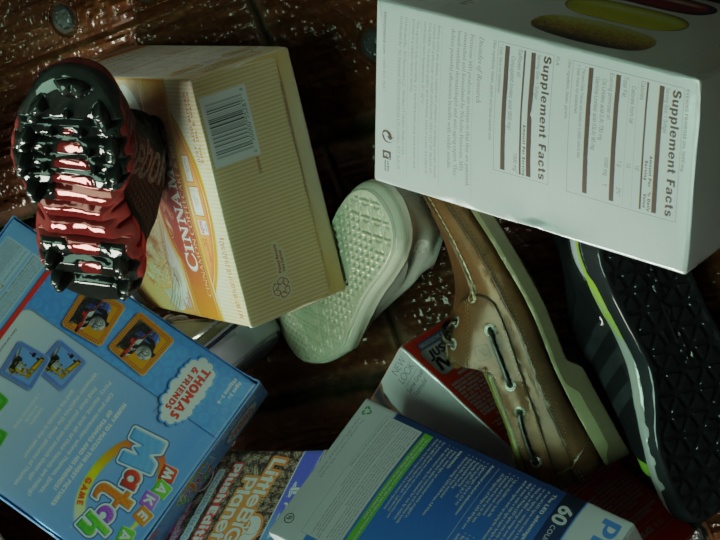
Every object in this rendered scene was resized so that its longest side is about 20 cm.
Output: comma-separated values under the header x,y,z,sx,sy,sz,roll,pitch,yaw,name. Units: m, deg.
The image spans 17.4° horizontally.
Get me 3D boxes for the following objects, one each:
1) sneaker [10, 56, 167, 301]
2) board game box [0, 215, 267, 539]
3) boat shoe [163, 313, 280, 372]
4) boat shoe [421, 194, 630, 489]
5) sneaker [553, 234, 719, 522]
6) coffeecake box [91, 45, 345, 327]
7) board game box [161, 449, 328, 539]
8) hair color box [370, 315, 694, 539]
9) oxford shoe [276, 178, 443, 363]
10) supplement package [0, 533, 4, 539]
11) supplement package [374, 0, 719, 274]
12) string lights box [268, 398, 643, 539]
x,y,z,sx,sy,sz,roll,pitch,yaw,name
-0.153,-0.069,1.353,0.071,0.098,0.201,9,148,6,sneaker
-0.182,0.081,1.475,0.200,0.151,0.037,33,170,17,board game box
-0.126,0.063,1.571,0.200,0.072,0.062,-35,86,47,boat shoe
0.078,0.035,1.350,0.068,0.072,0.200,-30,85,5,boat shoe
0.163,0.044,1.342,0.083,0.072,0.201,5,115,66,sneaker
-0.106,-0.057,1.462,0.200,0.073,0.154,9,116,57,coffeecake box
-0.064,0.198,1.510,0.200,0.097,0.159,-4,139,44,board game box
0.091,0.136,1.430,0.200,0.064,0.111,43,132,18,hair color box
0.000,0.000,1.451,0.075,0.058,0.200,59,147,13,oxford shoe
-0.293,0.273,1.747,0.200,0.121,0.120,59,167,2,supplement package
0.120,-0.090,1.268,0.200,0.114,0.110,18,121,32,supplement package
0.057,0.159,1.335,0.200,0.103,0.059,24,157,37,string lights box
